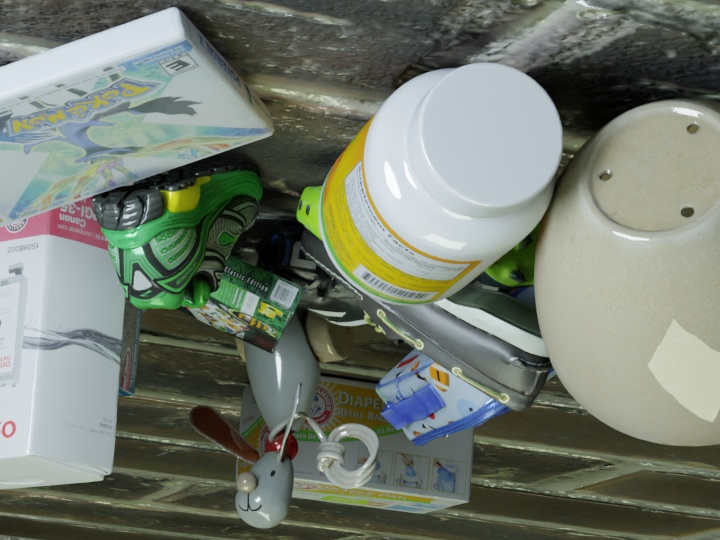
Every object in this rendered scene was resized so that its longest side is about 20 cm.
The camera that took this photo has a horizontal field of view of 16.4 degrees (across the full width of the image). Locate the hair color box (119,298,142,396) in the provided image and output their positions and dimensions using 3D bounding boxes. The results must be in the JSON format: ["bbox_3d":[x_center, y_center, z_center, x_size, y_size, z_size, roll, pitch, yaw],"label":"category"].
[{"bbox_3d":[-0.264,0.040,1.840,0.200,0.100,0.061,0,166,18],"label":"hair color box"}]

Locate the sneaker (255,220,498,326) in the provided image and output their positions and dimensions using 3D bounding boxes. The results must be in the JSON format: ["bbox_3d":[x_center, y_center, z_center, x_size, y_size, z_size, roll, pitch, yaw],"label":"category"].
[{"bbox_3d":[0.000,0.000,1.748,0.112,0.073,0.200,16,162,-37],"label":"sneaker"}]

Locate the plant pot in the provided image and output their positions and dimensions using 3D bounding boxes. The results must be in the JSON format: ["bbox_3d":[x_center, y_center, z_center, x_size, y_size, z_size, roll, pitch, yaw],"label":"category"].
[{"bbox_3d":[0.183,-0.019,1.410,0.200,0.200,0.134,-1,148,21],"label":"plant pot"}]

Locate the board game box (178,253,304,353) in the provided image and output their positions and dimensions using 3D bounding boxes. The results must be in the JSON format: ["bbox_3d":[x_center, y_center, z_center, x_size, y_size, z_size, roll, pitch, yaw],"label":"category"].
[{"bbox_3d":[-0.097,0.016,1.767,0.105,0.023,0.200,28,168,-1],"label":"board game box"}]

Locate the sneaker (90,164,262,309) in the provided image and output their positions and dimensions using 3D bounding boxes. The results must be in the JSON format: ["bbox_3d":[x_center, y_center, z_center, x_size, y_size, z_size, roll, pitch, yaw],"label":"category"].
[{"bbox_3d":[-0.116,-0.021,1.602,0.078,0.085,0.200,-6,-172,19],"label":"sneaker"}]

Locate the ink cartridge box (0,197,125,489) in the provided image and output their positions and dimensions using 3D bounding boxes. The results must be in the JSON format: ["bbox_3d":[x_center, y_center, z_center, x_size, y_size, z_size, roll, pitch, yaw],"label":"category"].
[{"bbox_3d":[-0.241,0.045,1.731,0.146,0.200,0.083,-9,162,39],"label":"ink cartridge box"}]

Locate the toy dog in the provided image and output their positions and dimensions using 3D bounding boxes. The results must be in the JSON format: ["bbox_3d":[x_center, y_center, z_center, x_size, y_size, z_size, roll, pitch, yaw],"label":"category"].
[{"bbox_3d":[-0.071,0.092,1.969,0.132,0.200,0.096,-27,138,17],"label":"toy dog"}]

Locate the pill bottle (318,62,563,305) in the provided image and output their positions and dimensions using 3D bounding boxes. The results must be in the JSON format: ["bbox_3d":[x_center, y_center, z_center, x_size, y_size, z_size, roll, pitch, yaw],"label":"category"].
[{"bbox_3d":[0.049,-0.052,1.439,0.111,0.111,0.200,7,166,-12],"label":"pill bottle"}]

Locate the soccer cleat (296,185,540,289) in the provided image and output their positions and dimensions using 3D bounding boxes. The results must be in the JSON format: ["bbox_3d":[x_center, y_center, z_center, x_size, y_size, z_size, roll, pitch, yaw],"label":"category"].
[{"bbox_3d":[0.052,-0.031,1.649,0.200,0.068,0.081,8,-170,-33],"label":"soccer cleat"}]

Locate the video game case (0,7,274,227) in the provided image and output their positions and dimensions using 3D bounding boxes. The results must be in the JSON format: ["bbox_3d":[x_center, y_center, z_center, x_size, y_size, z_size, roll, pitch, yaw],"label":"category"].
[{"bbox_3d":[-0.168,-0.082,1.442,0.200,0.022,0.182,-19,162,9],"label":"video game case"}]

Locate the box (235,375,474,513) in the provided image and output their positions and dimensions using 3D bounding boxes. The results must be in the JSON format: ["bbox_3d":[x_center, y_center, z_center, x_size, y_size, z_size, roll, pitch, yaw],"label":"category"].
[{"bbox_3d":[-0.005,0.164,2.355,0.200,0.101,0.112,9,166,-20],"label":"box"}]

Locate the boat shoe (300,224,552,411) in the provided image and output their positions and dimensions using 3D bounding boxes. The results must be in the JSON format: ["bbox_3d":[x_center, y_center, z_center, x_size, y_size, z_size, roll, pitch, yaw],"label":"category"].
[{"bbox_3d":[0.038,0.025,1.667,0.201,0.061,0.072,29,-159,22],"label":"boat shoe"}]

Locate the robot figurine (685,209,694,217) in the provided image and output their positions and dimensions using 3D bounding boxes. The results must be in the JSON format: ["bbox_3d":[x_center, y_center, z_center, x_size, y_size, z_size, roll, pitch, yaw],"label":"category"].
[{"bbox_3d":[0.218,0.009,1.604,0.150,0.125,0.200,-39,170,-10],"label":"robot figurine"}]

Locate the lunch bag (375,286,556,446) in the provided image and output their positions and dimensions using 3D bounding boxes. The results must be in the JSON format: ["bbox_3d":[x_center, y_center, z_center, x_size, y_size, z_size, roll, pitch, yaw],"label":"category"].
[{"bbox_3d":[0.095,0.061,1.796,0.160,0.076,0.200,-38,180,-19],"label":"lunch bag"}]
